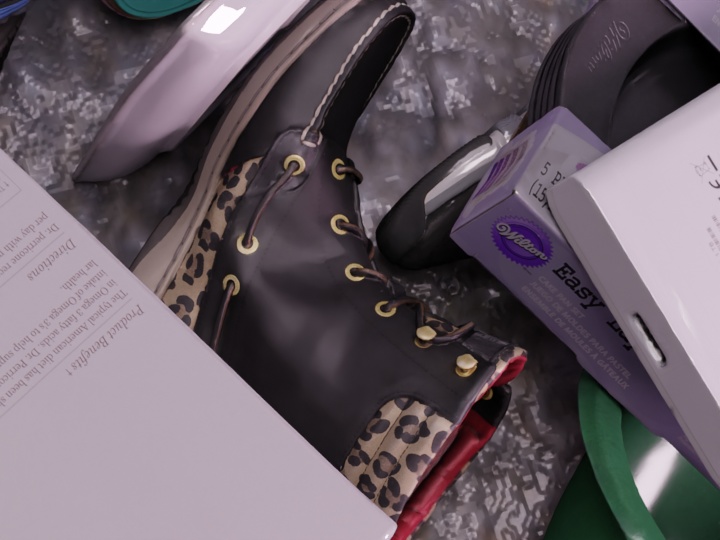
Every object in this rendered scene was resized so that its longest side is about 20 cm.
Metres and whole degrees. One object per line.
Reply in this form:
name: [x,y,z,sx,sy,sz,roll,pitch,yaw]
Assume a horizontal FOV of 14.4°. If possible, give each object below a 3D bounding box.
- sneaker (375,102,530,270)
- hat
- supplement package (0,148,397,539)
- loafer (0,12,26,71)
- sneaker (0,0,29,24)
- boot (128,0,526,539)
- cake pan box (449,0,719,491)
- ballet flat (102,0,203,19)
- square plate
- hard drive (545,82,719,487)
sneaker: [0.111,-0.022,1.192,0.199,0.075,0.116,-28,82,-21]
hat: [0.089,0.146,1.159,0.166,0.176,0.200,52,29,6]
supplement package: [-0.109,0.078,0.990,0.200,0.117,0.117,44,56,5]
loafer: [-0.205,-0.060,1.115,0.071,0.073,0.200,39,53,3]
sneaker: [-0.207,-0.140,1.084,0.199,0.079,0.076,7,35,-20]
boot: [0.000,0.000,1.117,0.150,0.073,0.201,34,87,18]
cake pan box: [0.146,-0.022,1.137,0.200,0.052,0.185,43,50,-11]
ballet flat: [-0.038,-0.187,1.204,0.200,0.069,0.071,-43,41,6]
square plate: [-0.023,-0.121,1.125,0.028,0.200,0.198,44,67,-3]
hard drive: [0.172,-0.016,1.103,0.200,0.026,0.132,-31,89,-40]
